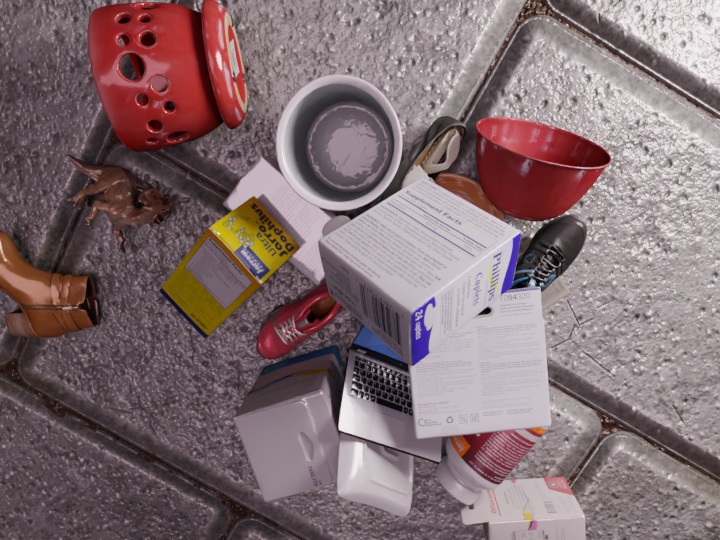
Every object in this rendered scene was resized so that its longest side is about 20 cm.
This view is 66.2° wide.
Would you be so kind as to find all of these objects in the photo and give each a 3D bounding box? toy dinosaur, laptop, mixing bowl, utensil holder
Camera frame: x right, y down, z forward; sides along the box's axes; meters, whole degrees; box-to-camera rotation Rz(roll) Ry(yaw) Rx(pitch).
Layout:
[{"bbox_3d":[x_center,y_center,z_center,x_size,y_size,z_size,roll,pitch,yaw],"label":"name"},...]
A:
[{"bbox_3d":[-0.388,-0.125,0.905,0.135,0.086,0.201,-39,80,-1],"label":"toy dinosaur"},{"bbox_3d":[0.082,0.153,0.819,0.185,0.202,0.116,24,143,-23],"label":"laptop"},{"bbox_3d":[0.253,-0.144,0.822,0.197,0.201,0.110,12,121,0],"label":"mixing bowl"},{"bbox_3d":[-0.025,-0.183,0.810,0.167,0.200,0.173,0,101,2],"label":"utensil holder"}]

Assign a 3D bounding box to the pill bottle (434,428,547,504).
[{"bbox_3d":[0.217,0.290,0.932,0.112,0.113,0.201,35,100,-4],"label":"pill bottle"}]

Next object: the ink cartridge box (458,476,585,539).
[{"bbox_3d":[0.270,0.423,0.953,0.197,0.117,0.069,-5,101,5],"label":"ink cartridge box"}]

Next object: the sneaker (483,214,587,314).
[{"bbox_3d":[0.264,0.003,0.817,0.073,0.082,0.200,41,100,-5],"label":"sneaker"}]

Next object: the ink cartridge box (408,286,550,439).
[{"bbox_3d":[0.164,0.130,0.788,0.193,0.043,0.203,-5,94,2],"label":"ink cartridge box"}]

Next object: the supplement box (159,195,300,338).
[{"bbox_3d":[-0.205,-0.001,0.858,0.109,0.110,0.199,47,131,-6],"label":"supplement box"}]

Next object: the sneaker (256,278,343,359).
[{"bbox_3d":[-0.102,0.081,0.922,0.199,0.087,0.074,-38,96,9],"label":"sneaker"}]

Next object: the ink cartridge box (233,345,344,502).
[{"bbox_3d":[-0.091,0.239,0.894,0.144,0.200,0.149,-17,99,6],"label":"ink cartridge box"}]

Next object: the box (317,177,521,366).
[{"bbox_3d":[0.077,-0.008,0.736,0.199,0.183,0.106,-33,138,-24],"label":"box"}]

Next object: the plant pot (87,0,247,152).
[{"bbox_3d":[-0.267,-0.285,0.808,0.179,0.201,0.204,-7,101,-2],"label":"plant pot"}]

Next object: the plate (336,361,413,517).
[{"bbox_3d":[0.036,0.263,0.862,0.032,0.203,0.199,-16,143,30],"label":"plate"}]

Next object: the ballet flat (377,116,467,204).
[{"bbox_3d":[0.098,-0.155,0.843,0.068,0.068,0.201,38,80,-37],"label":"ballet flat"}]

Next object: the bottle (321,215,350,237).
[{"bbox_3d":[0.000,0.000,0.860,0.083,0.065,0.201,-43,136,-12],"label":"bottle"}]

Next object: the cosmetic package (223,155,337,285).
[{"bbox_3d":[-0.110,-0.083,0.898,0.200,0.071,0.102,41,100,-6],"label":"cosmetic package"}]

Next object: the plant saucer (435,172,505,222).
[{"bbox_3d":[0.131,-0.054,0.881,0.197,0.037,0.203,-1,79,4],"label":"plant saucer"}]

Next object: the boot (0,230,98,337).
[{"bbox_3d":[-0.539,0.018,0.943,0.152,0.074,0.203,-6,112,5],"label":"boot"}]

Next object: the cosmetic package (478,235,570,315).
[{"bbox_3d":[0.225,0.045,0.905,0.199,0.071,0.106,-34,98,9],"label":"cosmetic package"}]
